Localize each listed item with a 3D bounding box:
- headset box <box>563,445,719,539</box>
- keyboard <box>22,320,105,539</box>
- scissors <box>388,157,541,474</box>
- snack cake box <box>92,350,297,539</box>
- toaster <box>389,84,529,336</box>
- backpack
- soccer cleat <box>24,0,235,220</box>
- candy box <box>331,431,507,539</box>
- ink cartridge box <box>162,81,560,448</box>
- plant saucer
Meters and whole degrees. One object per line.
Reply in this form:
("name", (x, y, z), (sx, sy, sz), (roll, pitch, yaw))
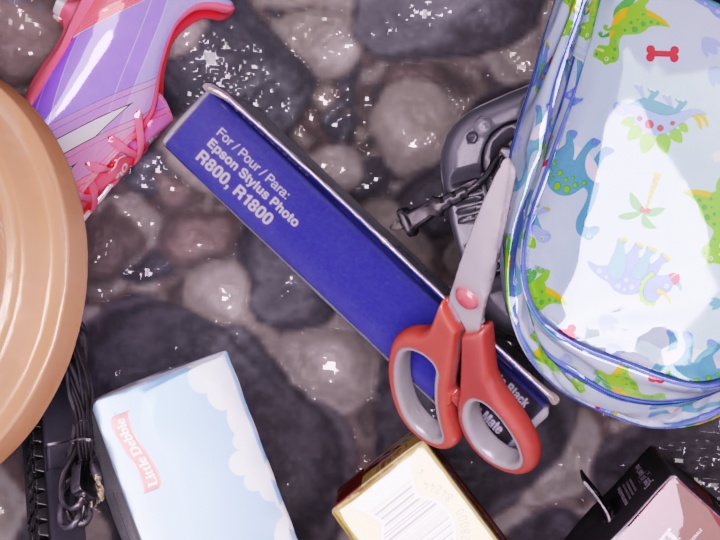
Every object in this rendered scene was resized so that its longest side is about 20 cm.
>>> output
("headset box", (0.168, 0.162, 1.244), (0.200, 0.149, 0.077), (43, 92, 1))
("keyboard", (-0.133, 0.087, 1.218), (0.020, 0.127, 0.201), (4, 48, -16))
("scissors", (0.036, 0.014, 1.102), (0.073, 0.201, 0.014), (28, 59, 27))
("snack cake box", (-0.061, 0.142, 1.259), (0.067, 0.115, 0.201), (-21, 90, -12))
("toaster", (0.112, -0.032, 1.254), (0.199, 0.129, 0.114), (-16, 89, 0))
("backpack", (0.130, -0.037, 1.131), (0.162, 0.154, 0.201), (23, 107, -5))
("soccer cleat", (-0.131, -0.057, 1.293), (0.076, 0.067, 0.201), (26, 88, -2))
("candy box", (0.067, 0.167, 1.262), (0.056, 0.117, 0.200), (-38, 89, 0))
("ink cartridge box", (0.000, 0.000, 1.221), (0.200, 0.200, 0.041), (43, 92, 1))
("plant saucer", (-0.209, 0.003, 1.214), (0.199, 0.032, 0.202), (-5, 79, 27))
